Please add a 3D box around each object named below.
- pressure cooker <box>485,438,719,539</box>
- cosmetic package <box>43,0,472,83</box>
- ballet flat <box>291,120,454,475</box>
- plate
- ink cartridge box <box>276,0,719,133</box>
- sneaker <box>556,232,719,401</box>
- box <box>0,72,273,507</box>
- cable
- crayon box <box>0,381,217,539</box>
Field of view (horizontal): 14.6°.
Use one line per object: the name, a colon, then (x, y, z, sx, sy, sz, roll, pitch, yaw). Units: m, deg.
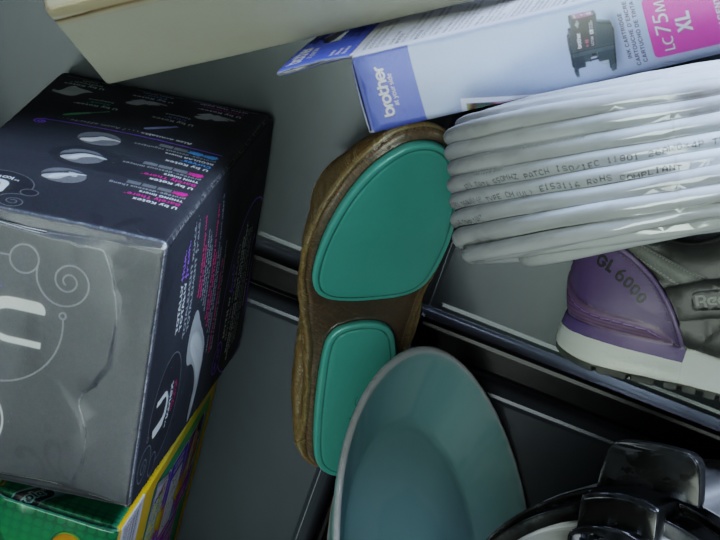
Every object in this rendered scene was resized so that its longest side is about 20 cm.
pressure cooker: (0.124, 0.176, 1.215, 0.179, 0.200, 0.176, -38, 76, 22)
cosmetic package: (-0.031, -0.157, 1.200, 0.199, 0.073, 0.104, -13, 62, 15)
ballet flat: (0.000, 0.000, 1.256, 0.068, 0.072, 0.200, -4, 130, -14)
plate: (0.026, 0.134, 1.245, 0.026, 0.200, 0.201, -7, 107, 27)
ink cartridge box: (0.074, -0.102, 1.195, 0.199, 0.119, 0.042, -10, 104, 15)
sneaker: (0.190, 0.016, 1.238, 0.199, 0.076, 0.088, 12, 104, 7)
box: (-0.116, 0.003, 1.225, 0.106, 0.200, 0.123, 12, 109, 7)
cable: (0.131, -0.048, 1.137, 0.199, 0.200, 0.069, -10, 91, 11)
crayon box: (-0.122, 0.120, 1.265, 0.058, 0.200, 0.119, 17, 110, 4)
